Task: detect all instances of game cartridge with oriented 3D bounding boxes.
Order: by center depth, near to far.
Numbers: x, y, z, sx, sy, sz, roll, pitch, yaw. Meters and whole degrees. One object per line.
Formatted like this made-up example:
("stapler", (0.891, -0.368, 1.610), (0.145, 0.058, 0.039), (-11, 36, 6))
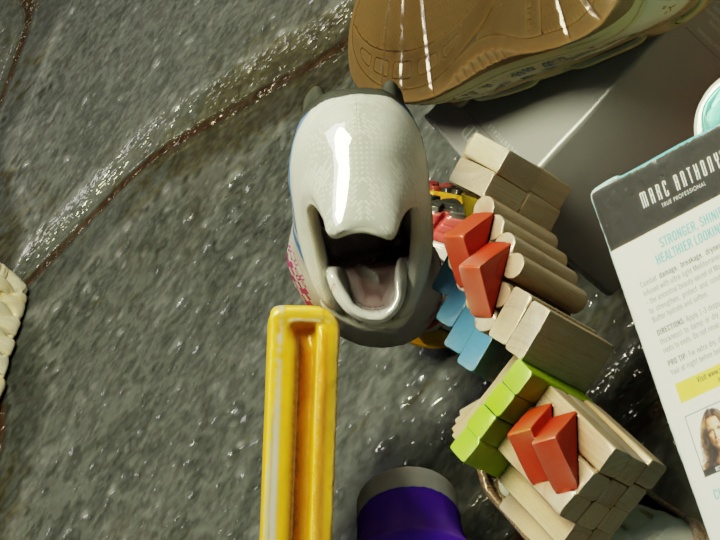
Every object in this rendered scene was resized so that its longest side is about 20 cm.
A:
("game cartridge", (-0.029, 0.108, 1.077), (0.200, 0.032, 0.176), (105, 167, -86))

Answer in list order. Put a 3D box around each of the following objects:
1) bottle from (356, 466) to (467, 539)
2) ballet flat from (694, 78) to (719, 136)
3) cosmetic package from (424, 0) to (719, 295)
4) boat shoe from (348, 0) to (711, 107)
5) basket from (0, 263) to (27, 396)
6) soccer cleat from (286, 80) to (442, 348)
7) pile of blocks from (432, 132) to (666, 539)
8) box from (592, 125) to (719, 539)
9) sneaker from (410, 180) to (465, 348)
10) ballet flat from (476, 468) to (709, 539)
("bottle", (0.025, 0.169, 1.041), (0.083, 0.065, 0.200), (-10, 39, 4))
("ballet flat", (0.196, 0.009, 0.958), (0.069, 0.069, 0.200), (-35, 70, 28))
("cosmetic package", (0.135, -0.100, 1.105), (0.200, 0.090, 0.107), (-46, 33, 5))
("boat shoe", (0.068, -0.109, 1.078), (0.200, 0.063, 0.073), (-2, 83, 54))
("basket", (-0.344, 0.055, 1.580), (0.161, 0.200, 0.198), (-26, 38, 29))
("soccer cleat", (0.000, 0.000, 1.065), (0.070, 0.200, 0.086), (-5, 60, 3))
("pile of blocks", (0.054, 0.026, 0.992), (0.082, 0.062, 0.200), (-34, 50, 26))
("box", (0.159, 0.046, 0.894), (0.082, 0.049, 0.200), (-29, 72, 39))
("sneaker", (0.020, -0.005, 1.239), (0.200, 0.078, 0.082), (-150, 63, -76))
("ballet flat", (0.100, 0.113, 1.006), (0.068, 0.067, 0.200), (-53, 29, -1))
